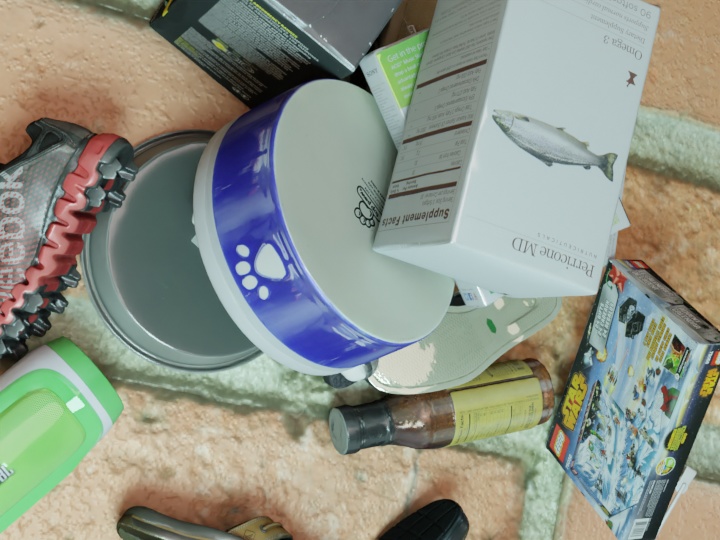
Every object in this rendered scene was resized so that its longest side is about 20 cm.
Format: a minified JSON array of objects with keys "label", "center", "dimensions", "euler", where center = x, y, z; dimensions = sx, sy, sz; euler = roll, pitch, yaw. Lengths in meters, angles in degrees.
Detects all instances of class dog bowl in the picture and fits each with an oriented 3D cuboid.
[{"label":"dog bowl","center":[-0.021,-0.031,0.869],"dimensions":[0.200,0.079,0.201],"euler":[28,51,-41]}]

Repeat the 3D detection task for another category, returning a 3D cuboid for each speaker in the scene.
[{"label":"speaker","center":[-0.271,0.139,0.885],"dimensions":[0.200,0.088,0.089],"euler":[-42,103,-20]}]

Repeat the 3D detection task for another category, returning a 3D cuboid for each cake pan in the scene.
[{"label":"cake pan","center":[-0.124,-0.017,0.984],"dimensions":[0.199,0.037,0.201],"euler":[2,86,-24]}]

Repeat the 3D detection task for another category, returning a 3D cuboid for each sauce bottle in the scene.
[{"label":"sauce bottle","center":[0.070,0.119,1.049],"dimensions":[0.199,0.066,0.066],"euler":[-6,90,-22]}]

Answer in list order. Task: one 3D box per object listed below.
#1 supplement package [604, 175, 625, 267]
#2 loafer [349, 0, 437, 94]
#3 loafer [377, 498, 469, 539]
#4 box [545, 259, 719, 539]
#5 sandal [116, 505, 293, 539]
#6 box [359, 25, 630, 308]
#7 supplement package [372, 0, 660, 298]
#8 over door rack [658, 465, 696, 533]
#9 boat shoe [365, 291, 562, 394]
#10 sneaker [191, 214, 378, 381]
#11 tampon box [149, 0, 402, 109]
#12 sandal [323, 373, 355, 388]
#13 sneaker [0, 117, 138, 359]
[{"label":"supplement package","center":[0.122,-0.075,1.020],"dimensions":[0.200,0.109,0.114],"euler":[14,81,-46]},{"label":"loafer","center":[0.035,-0.178,1.042],"dimensions":[0.067,0.076,0.201],"euler":[18,80,-16]},{"label":"loafer","center":[0.030,0.284,1.024],"dimensions":[0.072,0.073,0.200],"euler":[44,81,-25]},{"label":"box","center":[0.231,0.110,1.035],"dimensions":[0.040,0.137,0.201],"euler":[0,120,-25]},{"label":"sandal","center":[-0.097,0.220,0.974],"dimensions":[0.199,0.082,0.055],"euler":[23,56,-14]},{"label":"box","center":[0.101,-0.093,0.899],"dimensions":[0.144,0.036,0.201],"euler":[-27,99,-22]},{"label":"supplement package","center":[0.104,-0.093,0.816],"dimensions":[0.116,0.117,0.201],"euler":[18,81,-23]},{"label":"over door rack","center":[0.323,0.297,1.149],"dimensions":[0.147,0.067,0.201],"euler":[32,75,-20]},{"label":"boat shoe","center":[0.082,0.057,1.051],"dimensions":[0.199,0.068,0.072],"euler":[-23,90,-27]},{"label":"sneaker","center":[-0.053,0.004,0.955],"dimensions":[0.200,0.087,0.075],"euler":[58,24,-10]},{"label":"tampon box","center":[-0.052,-0.227,0.939],"dimensions":[0.126,0.200,0.150],"euler":[37,73,-17]},{"label":"sandal","center":[0.000,0.000,1.028],"dimensions":[0.075,0.045,0.201],"euler":[15,87,-58]},{"label":"sneaker","center":[-0.252,-0.026,0.912],"dimensions":[0.098,0.071,0.201],"euler":[29,92,5]}]
